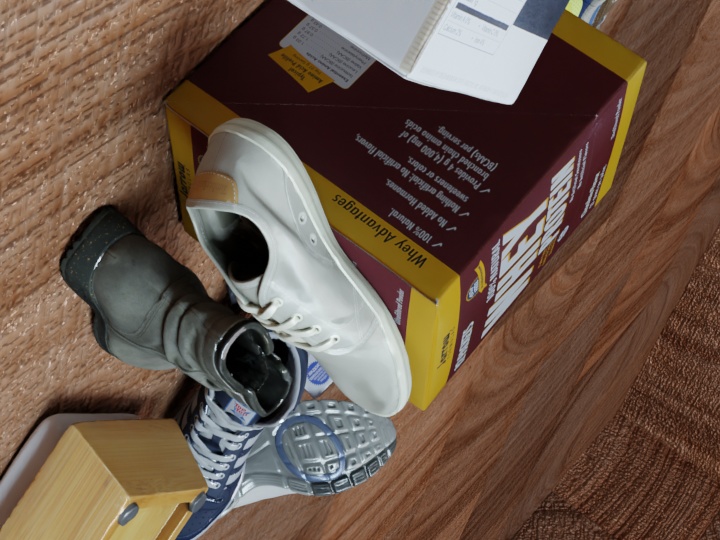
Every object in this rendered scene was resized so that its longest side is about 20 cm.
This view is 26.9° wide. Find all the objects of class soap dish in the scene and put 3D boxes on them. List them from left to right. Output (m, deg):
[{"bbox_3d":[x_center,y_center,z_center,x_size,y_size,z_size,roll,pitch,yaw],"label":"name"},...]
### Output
[{"bbox_3d":[-0.193,0.190,0.981,0.201,0.081,0.157,-56,164,5],"label":"soap dish"}]

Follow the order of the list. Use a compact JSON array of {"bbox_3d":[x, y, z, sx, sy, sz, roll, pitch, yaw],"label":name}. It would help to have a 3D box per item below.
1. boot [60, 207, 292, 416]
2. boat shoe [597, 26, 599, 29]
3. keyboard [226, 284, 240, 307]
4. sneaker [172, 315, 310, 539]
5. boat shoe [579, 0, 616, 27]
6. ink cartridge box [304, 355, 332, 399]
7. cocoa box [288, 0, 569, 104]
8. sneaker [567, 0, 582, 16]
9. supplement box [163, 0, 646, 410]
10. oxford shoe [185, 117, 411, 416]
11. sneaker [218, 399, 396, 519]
[{"bbox_3d":[-0.096,0.047,0.891,0.068,0.130,0.200,-51,163,-10],"label":"boot"},{"bbox_3d":[0.149,-0.169,1.248,0.063,0.071,0.200,-52,178,38],"label":"boat shoe"},{"bbox_3d":[0.000,0.000,1.038,0.198,0.040,0.104,-20,171,19],"label":"keyboard"},{"bbox_3d":[-0.098,0.114,1.066,0.201,0.070,0.109,-59,-175,5],"label":"sneaker"},{"bbox_3d":[0.165,-0.228,1.099,0.072,0.072,0.200,-49,173,-34],"label":"boat shoe"},{"bbox_3d":[0.016,0.011,1.190,0.200,0.044,0.094,-47,-175,-3],"label":"ink cartridge box"},{"bbox_3d":[-0.003,-0.177,0.603,0.132,0.199,0.133,-59,162,13],"label":"cocoa box"},{"bbox_3d":[0.111,-0.156,1.098,0.090,0.078,0.200,-43,-179,-17],"label":"sneaker"},{"bbox_3d":[0.025,-0.071,0.887,0.200,0.197,0.133,-47,161,-23],"label":"supplement box"},{"bbox_3d":[-0.034,0.012,0.792,0.058,0.075,0.201,-54,132,-30],"label":"oxford shoe"},{"bbox_3d":[-0.069,0.144,1.168,0.198,0.075,0.087,-14,178,3],"label":"sneaker"}]
